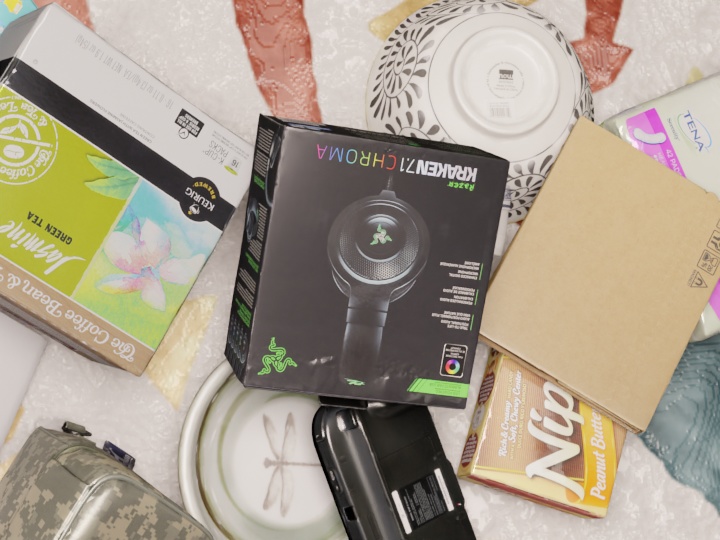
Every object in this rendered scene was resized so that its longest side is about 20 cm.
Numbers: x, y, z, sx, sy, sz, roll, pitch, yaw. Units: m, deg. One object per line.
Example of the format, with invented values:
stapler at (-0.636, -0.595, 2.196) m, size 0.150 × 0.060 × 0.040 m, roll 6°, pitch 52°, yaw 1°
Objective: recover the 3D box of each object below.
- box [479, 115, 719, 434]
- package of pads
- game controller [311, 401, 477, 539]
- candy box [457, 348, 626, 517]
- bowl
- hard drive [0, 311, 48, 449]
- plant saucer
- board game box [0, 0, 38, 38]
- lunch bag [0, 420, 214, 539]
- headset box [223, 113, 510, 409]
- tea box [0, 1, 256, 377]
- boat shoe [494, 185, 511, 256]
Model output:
box at (0.196, 0.001, 1.195) m, size 0.163 × 0.021 × 0.201 m, roll 30°, pitch 76°, yaw -3°
package of pads at (0.308, -0.062, 1.270) m, size 0.153 × 0.068 × 0.202 m, roll -22°, pitch 86°, yaw -11°
game controller at (0.034, 0.183, 1.169) m, size 0.104 × 0.042 × 0.202 m, roll -22°, pitch 93°, yaw -40°
candy box at (0.162, 0.087, 1.222) m, size 0.114 × 0.055 × 0.202 m, roll 18°, pitch 79°, yaw -6°
bowl at (0.108, -0.144, 1.239) m, size 0.198 × 0.094 × 0.203 m, roll 1°, pitch 80°, yaw -8°
hard drive at (-0.323, 0.115, 1.119) m, size 0.132 × 0.025 × 0.202 m, roll 37°, pitch 66°, yaw -42°
plant saucer at (-0.052, 0.150, 1.178) m, size 0.198 × 0.050 × 0.202 m, roll 3°, pitch 82°, yaw -23°
board game box at (-0.335, -0.191, 1.160) m, size 0.151 × 0.047 × 0.201 m, roll -42°, pitch 116°, yaw -13°
lunch bag at (-0.224, 0.218, 1.098) m, size 0.139 × 0.167 × 0.201 m, roll 40°, pitch 77°, yaw -40°
headset box at (0.000, 0.000, 1.109) m, size 0.172 × 0.093 × 0.202 m, roll 8°, pitch 99°, yaw -15°
tea box at (-0.214, -0.057, 1.128) m, size 0.199 × 0.133 × 0.198 m, roll 33°, pitch 78°, yaw -23°
boat shoe at (0.019, -0.043, 1.202) m, size 0.198 × 0.074 × 0.066 m, roll 4°, pitch 90°, yaw 17°
